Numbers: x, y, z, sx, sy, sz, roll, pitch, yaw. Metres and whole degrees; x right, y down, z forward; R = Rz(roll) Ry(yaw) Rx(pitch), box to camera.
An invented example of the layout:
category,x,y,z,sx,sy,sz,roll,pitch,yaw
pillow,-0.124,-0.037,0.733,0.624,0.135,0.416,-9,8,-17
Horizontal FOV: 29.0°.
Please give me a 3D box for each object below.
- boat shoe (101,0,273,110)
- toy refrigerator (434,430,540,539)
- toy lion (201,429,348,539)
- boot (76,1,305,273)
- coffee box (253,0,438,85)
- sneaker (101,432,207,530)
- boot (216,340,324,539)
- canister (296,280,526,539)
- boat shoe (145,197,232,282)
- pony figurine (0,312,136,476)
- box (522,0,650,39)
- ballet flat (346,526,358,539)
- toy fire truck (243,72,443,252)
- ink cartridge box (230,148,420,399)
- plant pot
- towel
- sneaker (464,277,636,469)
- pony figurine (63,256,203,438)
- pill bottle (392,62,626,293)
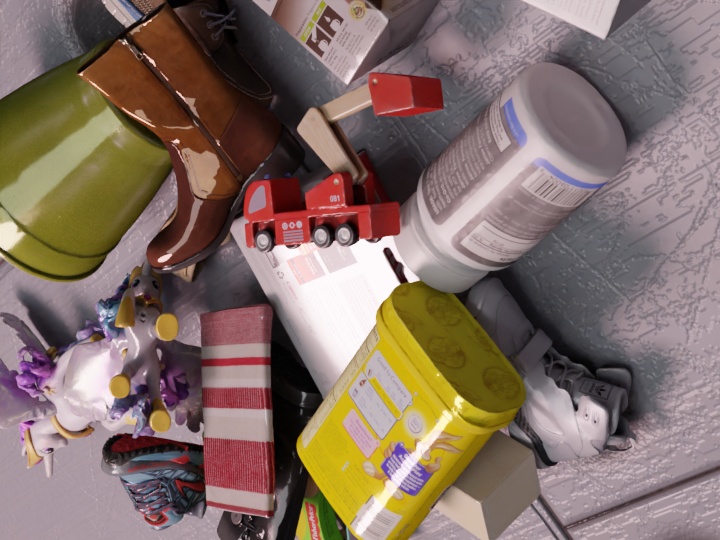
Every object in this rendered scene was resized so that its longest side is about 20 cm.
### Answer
category,x,y,z,sx,sy,sz,roll,pitch,yaw
boat shoe,-0.154,-0.223,1.297,0.200,0.072,0.072,40,120,2
toy refrigerator,0.071,0.172,1.325,0.199,0.076,0.070,28,146,39
toy lion,-0.094,0.239,1.531,0.191,0.069,0.201,10,119,38
boot,-0.178,-0.113,1.257,0.188,0.069,0.200,-38,119,17
coffee box,-0.039,-0.264,1.167,0.200,0.113,0.080,42,131,6
sneaker,-0.204,0.225,1.454,0.079,0.200,0.096,5,81,25
boot,-0.108,0.185,1.440,0.165,0.065,0.201,35,118,50
canister,0.038,0.131,1.224,0.149,0.086,0.200,52,129,25
boat shoe,-0.149,-0.058,1.393,0.065,0.072,0.200,38,133,-2
pony figurine,-0.350,0.133,1.590,0.199,0.167,0.194,-24,107,24
box,0.132,-0.272,1.038,0.199,0.124,0.098,28,128,17
ballet flat,0.010,0.219,1.440,0.073,0.073,0.201,8,125,31
toy fire truck,-0.020,-0.091,1.197,0.199,0.049,0.142,-3,93,36
ink cartridge box,0.000,0.000,1.311,0.175,0.084,0.201,-20,104,38
plant pot,-0.269,-0.123,1.368,0.193,0.200,0.201,-35,94,30
towel,-0.119,0.137,1.371,0.144,0.023,0.202,-8,83,60
sneaker,0.175,0.089,1.252,0.114,0.075,0.201,-9,115,37
pony figurine,-0.225,0.092,1.445,0.165,0.200,0.195,3,107,-10
pill bottle,0.119,-0.071,1.169,0.114,0.114,0.200,48,132,1
